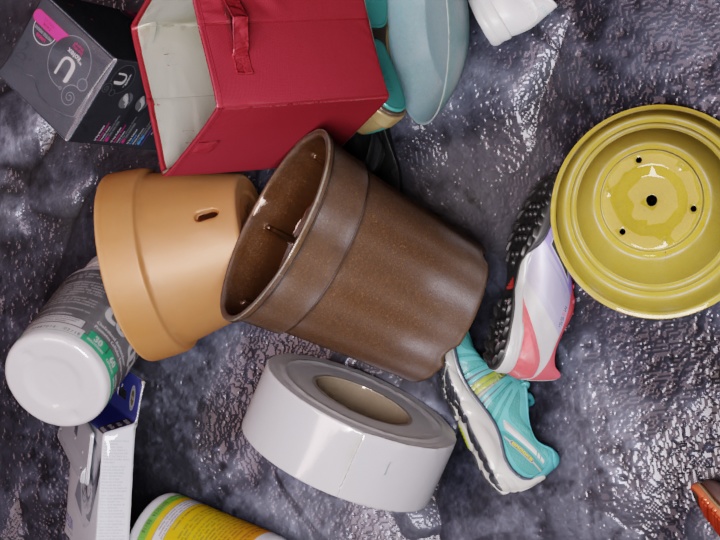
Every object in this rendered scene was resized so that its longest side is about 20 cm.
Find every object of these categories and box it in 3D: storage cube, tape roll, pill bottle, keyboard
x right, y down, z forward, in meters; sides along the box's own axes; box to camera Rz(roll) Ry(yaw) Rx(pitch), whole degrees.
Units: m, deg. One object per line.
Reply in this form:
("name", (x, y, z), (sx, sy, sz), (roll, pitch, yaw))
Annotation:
("storage cube", (-0.099, -0.203, 1.675), (0.200, 0.180, 0.171), (-40, 60, 59))
("tape roll", (-0.011, 0.155, 1.682), (0.202, 0.202, 0.071), (29, 103, 25))
("pill bottle", (-0.136, 0.313, 1.800), (0.200, 0.111, 0.111), (18, 98, 28))
("keyboard", (-0.306, 0.178, 1.874), (0.200, 0.011, 0.056), (-152, 74, -71))
("pill bottle", (-0.283, 0.065, 1.821), (0.113, 0.200, 0.113), (7, 120, 12))

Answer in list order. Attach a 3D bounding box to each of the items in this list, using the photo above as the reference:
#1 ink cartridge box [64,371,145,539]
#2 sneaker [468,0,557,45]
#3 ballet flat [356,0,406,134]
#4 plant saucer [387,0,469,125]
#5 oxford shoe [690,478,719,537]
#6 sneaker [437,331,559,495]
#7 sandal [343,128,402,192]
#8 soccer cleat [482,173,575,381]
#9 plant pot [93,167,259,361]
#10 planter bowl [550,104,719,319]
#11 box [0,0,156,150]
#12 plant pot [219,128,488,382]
("ink cartridge box", (-0.277, 0.202, 1.852), (0.200, 0.041, 0.200), (-170, 85, -71))
("sneaker", (0.127, -0.323, 1.693), (0.088, 0.075, 0.200), (-25, 81, 11))
("ballet flat", (-0.005, -0.228, 1.738), (0.063, 0.069, 0.200), (-33, 58, 44))
("plant saucer", (0.070, -0.243, 1.683), (0.039, 0.201, 0.201), (-6, 86, -16))
("oxford shoe", (0.386, 0.243, 1.554), (0.200, 0.071, 0.073), (38, 79, 26))
("sneaker", (0.126, 0.123, 1.691), (0.080, 0.078, 0.200), (-21, 67, -10))
("sandal", (-0.004, -0.138, 1.766), (0.075, 0.048, 0.201), (-7, 85, 28))
("soccer cleat", (0.177, 0.008, 1.666), (0.068, 0.073, 0.200), (170, 116, -71))
("plant pot", (-0.171, -0.017, 1.788), (0.140, 0.200, 0.200), (-12, 84, 12))
("planter bowl", (0.266, -0.059, 1.571), (0.200, 0.083, 0.201), (-1, 84, 14))
("box", (-0.257, -0.204, 1.818), (0.122, 0.200, 0.106), (42, 109, 22))
("plant pot", (0.000, 0.000, 1.647), (0.198, 0.200, 0.200), (28, 108, -19))
